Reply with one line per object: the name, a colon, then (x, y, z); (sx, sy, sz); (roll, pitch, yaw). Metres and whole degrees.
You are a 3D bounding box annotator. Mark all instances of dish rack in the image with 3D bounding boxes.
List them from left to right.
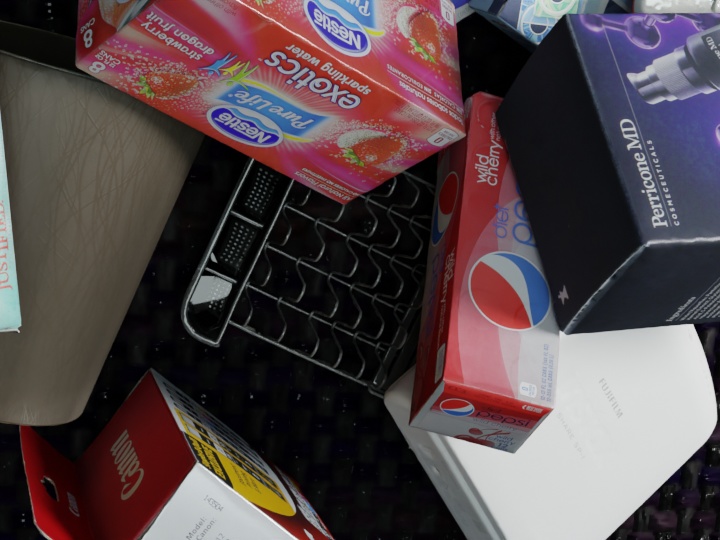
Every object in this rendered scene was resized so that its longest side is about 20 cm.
dish rack: (0.000, 0.000, 1.025); (0.199, 0.055, 0.154); (25, 95, -18)

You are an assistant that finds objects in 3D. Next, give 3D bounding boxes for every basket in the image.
basket: (-0.184, -0.026, 0.935); (0.179, 0.136, 0.202); (8, 105, -38)

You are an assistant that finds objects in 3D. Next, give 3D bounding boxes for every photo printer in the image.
photo printer: (0.131, 0.082, 1.039); (0.200, 0.069, 0.167); (-38, 112, -20)

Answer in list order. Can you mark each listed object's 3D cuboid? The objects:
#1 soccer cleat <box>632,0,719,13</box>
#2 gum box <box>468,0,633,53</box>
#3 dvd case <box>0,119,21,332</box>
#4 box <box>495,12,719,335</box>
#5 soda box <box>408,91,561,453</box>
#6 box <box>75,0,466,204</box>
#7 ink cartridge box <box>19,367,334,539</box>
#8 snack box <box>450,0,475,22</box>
soccer cleat: (0.257, -0.169, 0.984); (0.198, 0.085, 0.069); (-10, 110, -21)
gum box: (0.190, -0.181, 1.025); (0.199, 0.045, 0.171); (30, 93, -29)
dvd case: (-0.258, -0.042, 0.885); (0.022, 0.199, 0.148); (-11, 100, -48)
box: (0.196, -0.056, 0.926); (0.198, 0.104, 0.149); (-5, 64, -23)
soda box: (0.078, -0.002, 0.952); (0.069, 0.064, 0.202); (14, 58, -10)
box: (-0.045, -0.127, 0.885); (0.199, 0.099, 0.096); (26, 50, -39)
ink cartridge box: (-0.102, 0.136, 0.948); (0.175, 0.200, 0.084); (40, 89, -19)
snack box: (0.116, -0.234, 1.018); (0.199, 0.024, 0.072); (-34, 115, -8)
